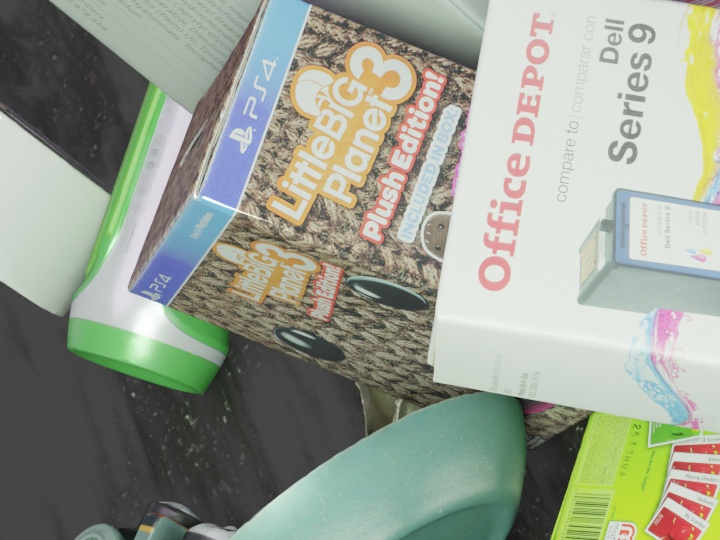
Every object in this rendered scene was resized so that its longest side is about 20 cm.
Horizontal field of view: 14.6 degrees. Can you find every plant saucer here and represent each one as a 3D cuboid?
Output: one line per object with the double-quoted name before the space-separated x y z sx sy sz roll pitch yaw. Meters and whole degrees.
"plant saucer" -0.002 0.129 1.189 0.200 0.200 0.036 -42 69 11

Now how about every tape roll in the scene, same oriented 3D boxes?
"tape roll" -0.214 -0.063 1.485 0.071 0.202 0.202 -53 42 -1

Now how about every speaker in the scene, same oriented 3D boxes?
"speaker" -0.082 -0.043 1.422 0.088 0.088 0.200 11 80 45

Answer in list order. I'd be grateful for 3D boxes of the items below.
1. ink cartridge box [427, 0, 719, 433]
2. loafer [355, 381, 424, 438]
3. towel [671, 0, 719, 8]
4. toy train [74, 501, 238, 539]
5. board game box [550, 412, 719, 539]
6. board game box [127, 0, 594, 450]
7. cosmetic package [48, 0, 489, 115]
"ink cartridge box" 0.134 -0.019 1.071 0.200 0.088 0.145 10 71 5
"loafer" 0.000 0.000 1.314 0.075 0.070 0.200 130 135 -59
"towel" 0.168 -0.109 1.224 0.146 0.030 0.200 -17 9 40
"toy train" -0.109 0.200 1.286 0.114 0.085 0.200 5 64 53
"board game box" 0.158 0.041 1.199 0.102 0.048 0.200 0 63 41
"board game box" 0.021 -0.016 1.196 0.159 0.200 0.097 132 158 -70
"cosmetic package" -0.021 -0.178 1.248 0.200 0.166 0.167 -10 51 45
